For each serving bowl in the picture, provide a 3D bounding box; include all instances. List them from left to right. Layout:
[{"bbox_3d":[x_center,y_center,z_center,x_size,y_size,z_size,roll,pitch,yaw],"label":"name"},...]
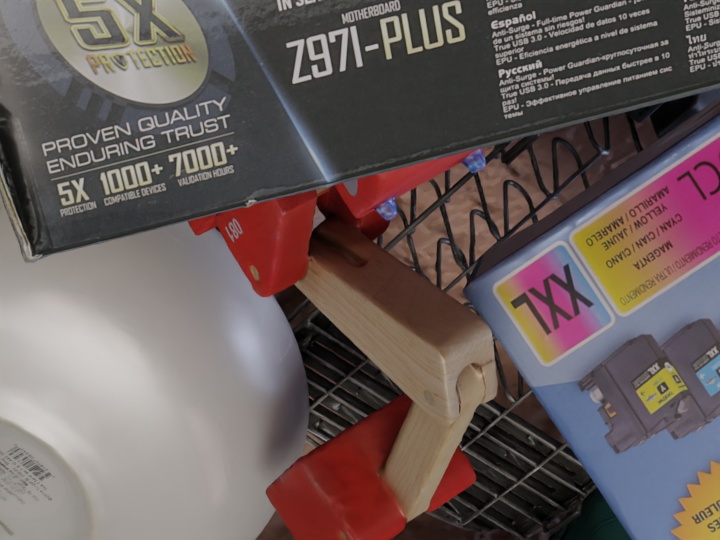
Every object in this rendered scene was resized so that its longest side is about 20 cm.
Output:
[{"bbox_3d":[-0.119,0.052,0.818,0.198,0.066,0.201,6,131,7],"label":"serving bowl"}]

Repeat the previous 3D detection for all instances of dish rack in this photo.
[{"bbox_3d":[0.067,0.004,0.840,0.153,0.055,0.200,33,120,-27],"label":"dish rack"}]

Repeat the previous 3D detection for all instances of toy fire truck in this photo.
[{"bbox_3d":[0.000,0.000,0.713,0.049,0.142,0.200,-29,175,-24],"label":"toy fire truck"}]

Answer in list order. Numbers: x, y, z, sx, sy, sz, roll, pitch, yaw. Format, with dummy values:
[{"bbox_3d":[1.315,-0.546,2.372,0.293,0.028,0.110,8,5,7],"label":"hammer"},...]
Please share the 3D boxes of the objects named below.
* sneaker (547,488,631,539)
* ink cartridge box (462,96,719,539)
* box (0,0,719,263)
[{"bbox_3d":[0.060,0.155,0.948,0.079,0.072,0.201,6,130,-17],"label":"sneaker"},{"bbox_3d":[0.141,0.046,0.742,0.136,0.076,0.201,-34,93,12],"label":"ink cartridge box"},{"bbox_3d":[0.000,-0.100,0.576,0.198,0.164,0.087,-14,124,-4],"label":"box"}]
